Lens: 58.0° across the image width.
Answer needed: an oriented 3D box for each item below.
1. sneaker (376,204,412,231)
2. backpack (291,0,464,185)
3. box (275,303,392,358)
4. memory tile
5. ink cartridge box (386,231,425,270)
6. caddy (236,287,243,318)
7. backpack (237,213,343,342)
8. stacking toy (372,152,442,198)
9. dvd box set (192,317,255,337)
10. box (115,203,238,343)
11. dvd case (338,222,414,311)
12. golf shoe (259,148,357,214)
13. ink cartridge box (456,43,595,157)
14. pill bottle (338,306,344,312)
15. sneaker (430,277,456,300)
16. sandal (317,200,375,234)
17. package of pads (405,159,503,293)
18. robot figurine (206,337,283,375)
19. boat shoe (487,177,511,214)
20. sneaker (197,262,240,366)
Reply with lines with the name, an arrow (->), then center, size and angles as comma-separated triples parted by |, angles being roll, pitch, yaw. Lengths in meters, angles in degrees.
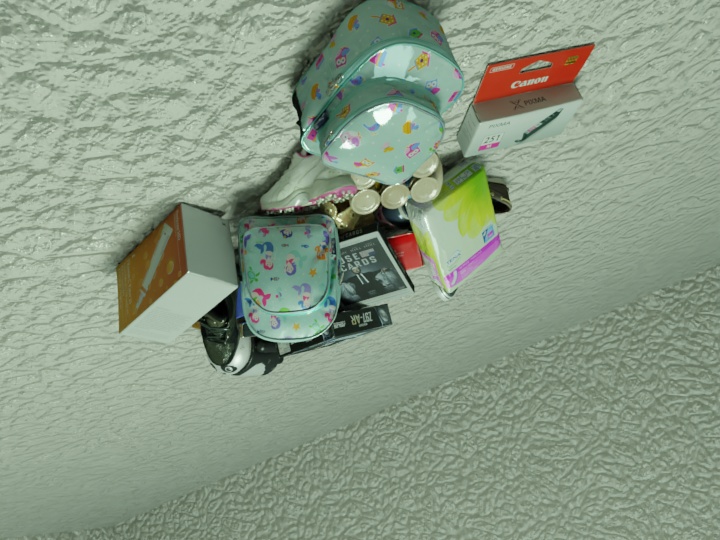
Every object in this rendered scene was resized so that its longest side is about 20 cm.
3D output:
sneaker -> 0.108, -0.107, 1.252 | 0.080, 0.073, 0.197 | -15, 163, 36
backpack -> 0.028, -0.214, 0.796 | 0.172, 0.156, 0.201 | 11, 134, -35
box -> -0.056, 0.121, 1.301 | 0.157, 0.045, 0.198 | -8, 168, -43
memory tile -> 0.046, -0.175, 0.976 | 0.148, 0.017, 0.203 | -13, 136, -6
ink cartridge box -> 0.068, -0.030, 1.266 | 0.113, 0.070, 0.200 | -12, 179, 14
caddy -> -0.168, 0.015, 1.205 | 0.196, 0.108, 0.140 | -18, 178, 37
backpack -> -0.112, 0.013, 1.046 | 0.171, 0.207, 0.151 | -1, -176, -2
stacking toy -> 0.032, -0.152, 1.055 | 0.194, 0.088, 0.086 | -7, 155, -19
dvd box set -> -0.229, 0.100, 1.303 | 0.144, 0.030, 0.197 | -8, -173, -41
box -> -0.296, 0.010, 1.036 | 0.198, 0.127, 0.096 | -35, 145, 30
dvd case -> 0.000, 0.000, 1.180 | 0.146, 0.025, 0.201 | -16, 142, 17
golf shoe -> -0.085, -0.138, 0.987 | 0.196, 0.095, 0.074 | -10, -178, 42
ink cartridge box -> 0.267, -0.268, 1.040 | 0.194, 0.045, 0.175 | -15, 159, -15
pill bottle -> -0.071, 0.039, 1.335 | 0.197, 0.117, 0.113 | -31, 156, 27
sneaker -> 0.189, -0.035, 1.317 | 0.078, 0.204, 0.078 | -24, 129, 33
sandal -> -0.022, -0.093, 1.139 | 0.076, 0.071, 0.210 | -28, 157, 19
package of pads -> 0.172, -0.077, 1.184 | 0.153, 0.068, 0.203 | -35, 128, -15
robot figurine -> -0.256, 0.176, 1.467 | 0.151, 0.126, 0.198 | -49, 150, 18
boat shoe -> 0.221, -0.142, 1.261 | 0.196, 0.061, 0.072 | -2, 152, -40
sneaker -> -0.251, 0.093, 1.123 | 0.074, 0.115, 0.205 | 12, 116, 1
